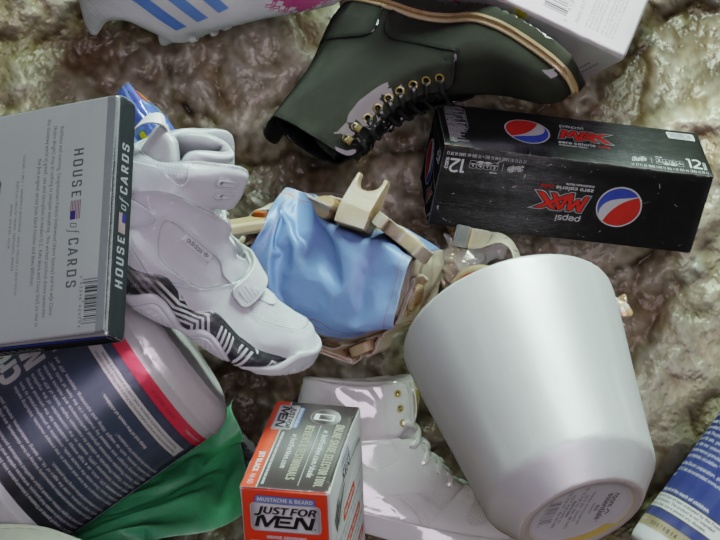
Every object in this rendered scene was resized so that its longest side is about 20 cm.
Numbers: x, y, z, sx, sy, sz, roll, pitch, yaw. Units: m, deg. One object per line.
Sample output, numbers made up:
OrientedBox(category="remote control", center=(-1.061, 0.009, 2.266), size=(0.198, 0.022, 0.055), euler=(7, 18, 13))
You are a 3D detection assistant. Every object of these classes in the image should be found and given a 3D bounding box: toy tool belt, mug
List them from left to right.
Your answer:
OrientedBox(category="toy tool belt", center=(0.000, 0.000, 1.234), size=(0.198, 0.123, 0.126), euler=(13, 87, 25))
OrientedBox(category="mug", center=(0.128, 0.102, 1.196), size=(0.149, 0.186, 0.154), euler=(-31, 52, 15))

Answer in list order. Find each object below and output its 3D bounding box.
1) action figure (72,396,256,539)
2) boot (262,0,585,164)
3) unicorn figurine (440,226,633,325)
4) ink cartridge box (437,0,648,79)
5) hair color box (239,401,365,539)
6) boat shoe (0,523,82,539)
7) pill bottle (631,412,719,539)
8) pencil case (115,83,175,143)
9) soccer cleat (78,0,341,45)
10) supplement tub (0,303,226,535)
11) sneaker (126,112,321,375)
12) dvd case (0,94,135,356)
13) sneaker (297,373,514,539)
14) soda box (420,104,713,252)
OrientedBox(category="action figure", center=(-0.161, 0.175, 1.260), size=(0.199, 0.118, 0.055), euler=(-27, 120, 7))
OrientedBox(category="boot", center=(0.042, -0.116, 1.258), size=(0.199, 0.078, 0.139), euler=(20, 68, 37))
OrientedBox(category="unicorn figurine", center=(0.125, 0.048, 1.307), size=(0.136, 0.074, 0.202), euler=(-2, 94, 3))
OrientedBox(category="ink cartridge box", center=(0.107, -0.239, 1.290), size=(0.199, 0.125, 0.129), euler=(25, 85, -6))
OrientedBox(category="hair color box", center=(-0.035, 0.203, 1.219), size=(0.063, 0.111, 0.202), euler=(4, 116, 10))
OrientedBox(category="boat shoe", center=(-0.175, 0.209, 1.170), size=(0.199, 0.075, 0.062), euler=(11, 116, -32))
OrientedBox(category="pill bottle", center=(0.295, 0.148, 1.310), size=(0.111, 0.111, 0.201), euler=(39, 83, -5))
OrientedBox(category="pencil case", center=(-0.202, -0.035, 1.201), size=(0.199, 0.087, 0.078), euler=(-37, 67, 2))
OrientedBox(category="soccer cleat", center=(-0.105, -0.199, 1.292), size=(0.198, 0.070, 0.087), euler=(3, 132, -11))
OrientedBox(category="supplement tub", center=(-0.203, 0.099, 1.222), size=(0.199, 0.140, 0.141), euler=(-35, 93, 0))
OrientedBox(category="sneaker", center=(-0.088, -0.016, 1.158), size=(0.199, 0.075, 0.115), euler=(29, 106, -25))
OrientedBox(category="dvd case", center=(-0.228, -0.021, 1.127), size=(0.198, 0.025, 0.152), euler=(-7, 73, 27))
OrientedBox(category="sneaker", center=(0.042, 0.134, 1.295), size=(0.198, 0.074, 0.117), euler=(15, 89, -6))
OrientedBox(category="soda box", center=(0.146, -0.066, 1.309), size=(0.198, 0.064, 0.071), euler=(6, 124, -8))
